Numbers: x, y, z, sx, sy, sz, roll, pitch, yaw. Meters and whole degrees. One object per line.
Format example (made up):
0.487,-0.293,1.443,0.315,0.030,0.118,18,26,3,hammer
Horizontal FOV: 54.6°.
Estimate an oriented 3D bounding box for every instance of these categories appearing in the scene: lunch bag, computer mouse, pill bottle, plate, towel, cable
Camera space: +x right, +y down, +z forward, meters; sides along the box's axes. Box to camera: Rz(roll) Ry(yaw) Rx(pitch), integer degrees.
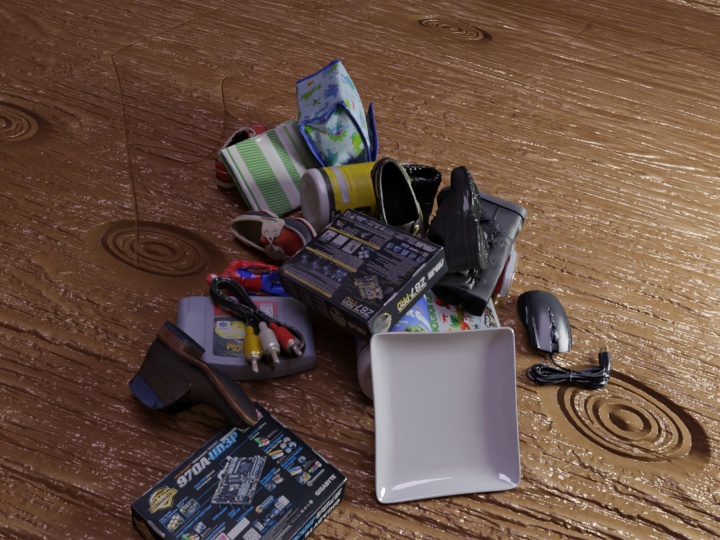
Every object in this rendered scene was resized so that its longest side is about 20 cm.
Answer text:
-0.030,-0.263,1.326,0.125,0.202,0.173,-21,40,14,lunch bag
0.322,0.096,1.093,0.136,0.047,0.203,8,40,-1,computer mouse
0.046,0.079,0.998,0.108,0.114,0.203,4,41,-8,pill bottle
0.105,0.178,0.881,0.193,0.207,0.032,-2,-3,-15,plate
0.000,-0.130,1.226,0.195,0.116,0.115,-10,44,-23,pill bottle
-0.146,-0.182,1.267,0.198,0.023,0.155,-33,94,-41,towel
-0.141,0.063,0.967,0.095,0.051,0.201,-13,48,-27,cable

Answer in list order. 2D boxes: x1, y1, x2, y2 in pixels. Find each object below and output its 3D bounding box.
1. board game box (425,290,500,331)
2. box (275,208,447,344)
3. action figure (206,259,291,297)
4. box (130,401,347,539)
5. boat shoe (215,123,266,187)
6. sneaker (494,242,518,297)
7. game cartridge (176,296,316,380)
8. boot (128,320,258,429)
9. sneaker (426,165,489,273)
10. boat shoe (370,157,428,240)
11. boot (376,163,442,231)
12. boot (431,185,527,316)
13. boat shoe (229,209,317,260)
0.150,0.082,1.078,0.122,0.035,0.203,2,41,-9,board game box
0.000,0.000,0.980,0.198,0.050,0.161,25,56,40,box
-0.136,0.018,1.063,0.194,0.067,0.052,4,24,-10,action figure
-0.134,0.263,0.796,0.157,0.047,0.199,32,44,23,box
-0.221,-0.234,1.325,0.069,0.064,0.202,14,39,8,boat shoe
0.208,-0.032,1.195,0.109,0.073,0.202,15,33,-1,sneaker
-0.163,0.094,0.994,0.194,0.042,0.135,0,45,-12,game cartridge
-0.210,0.158,0.869,0.199,0.075,0.098,36,85,35,boot
0.145,-0.082,1.079,0.088,0.077,0.204,-15,45,20,sneaker
0.062,-0.073,1.076,0.070,0.207,0.061,-18,4,0,boat shoe
0.039,-0.083,1.145,0.208,0.161,0.079,-23,46,-34,boot
0.162,-0.037,1.125,0.161,0.066,0.203,15,60,27,boot
-0.137,-0.054,1.114,0.061,0.073,0.198,-11,23,-37,boat shoe
